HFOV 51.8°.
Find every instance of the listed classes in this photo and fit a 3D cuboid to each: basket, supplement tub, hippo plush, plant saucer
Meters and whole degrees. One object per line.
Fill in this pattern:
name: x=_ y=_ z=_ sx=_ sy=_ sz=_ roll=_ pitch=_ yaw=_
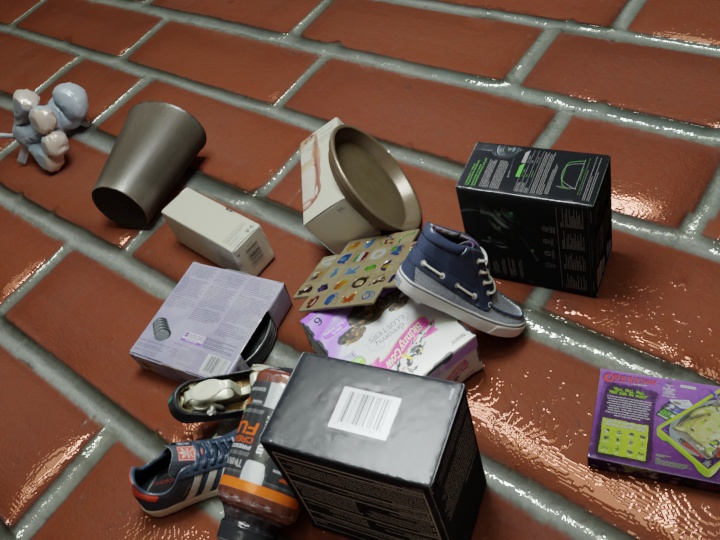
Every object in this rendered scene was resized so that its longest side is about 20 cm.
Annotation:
basket: x=-0.400 y=-0.192 z=1.374 sx=0.176 sy=0.137 sz=0.204 roll=2 pitch=54 yaw=26
supplement tub: x=-0.107 y=0.230 z=0.895 sx=0.104 sy=0.107 sz=0.205 roll=7 pitch=67 yaw=25
hippo plush: x=-0.645 y=-0.308 z=1.583 sx=0.160 sy=0.161 sz=0.199 roll=-41 pitch=4 yaw=-42
plant saucer: x=0.019 y=-0.138 z=1.151 sx=0.029 sy=0.198 sz=0.204 roll=-37 pitch=39 yaw=30

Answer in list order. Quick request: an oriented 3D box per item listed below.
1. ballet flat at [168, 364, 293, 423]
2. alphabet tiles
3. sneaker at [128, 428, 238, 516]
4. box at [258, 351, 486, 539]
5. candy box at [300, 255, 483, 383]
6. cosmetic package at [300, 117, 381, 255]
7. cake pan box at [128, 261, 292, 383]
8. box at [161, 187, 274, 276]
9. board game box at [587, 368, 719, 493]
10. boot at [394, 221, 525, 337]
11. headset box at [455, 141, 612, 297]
ballet flat: x=-0.158 y=0.162 z=0.982 sx=0.194 sy=0.074 sz=0.074 roll=-7 pitch=45 yaw=-9
alphabet tiles: x=0.000 y=0.000 z=1.053 sx=0.196 sy=0.006 sz=0.167 roll=-9 pitch=33 yaw=37
sneaker: x=-0.203 y=0.243 z=0.947 sx=0.196 sy=0.086 sz=0.076 roll=-27 pitch=46 yaw=-6
box: x=0.022 y=0.210 z=0.816 sx=0.195 sy=0.201 sz=0.125 roll=9 pitch=50 yaw=25
candy box: x=0.039 y=0.098 z=0.996 sx=0.166 sy=0.072 sz=0.200 roll=-34 pitch=46 yaw=-12
cosmetic package: x=-0.035 y=-0.135 z=1.198 sx=0.086 sy=0.103 sz=0.203 roll=-29 pitch=41 yaw=22
cake pan box: x=-0.221 y=0.085 z=1.118 sx=0.195 sy=0.053 sz=0.187 roll=10 pitch=56 yaw=27
box: x=-0.238 y=-0.061 z=1.232 sx=0.198 sy=0.083 sz=0.068 roll=28 pitch=63 yaw=35
board game box: x=0.364 y=0.182 z=0.837 sx=0.195 sy=0.033 sz=0.122 roll=7 pitch=57 yaw=24
boot: x=0.147 y=0.014 z=0.949 sx=0.196 sy=0.092 sz=0.073 roll=20 pitch=26 yaw=-21
headset box: x=0.232 y=-0.071 z=1.007 sx=0.195 sy=0.176 sz=0.094 roll=11 pitch=54 yaw=29
